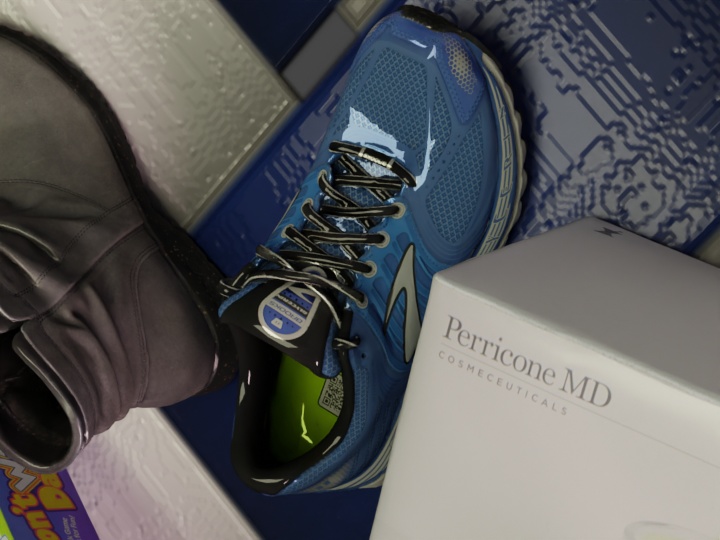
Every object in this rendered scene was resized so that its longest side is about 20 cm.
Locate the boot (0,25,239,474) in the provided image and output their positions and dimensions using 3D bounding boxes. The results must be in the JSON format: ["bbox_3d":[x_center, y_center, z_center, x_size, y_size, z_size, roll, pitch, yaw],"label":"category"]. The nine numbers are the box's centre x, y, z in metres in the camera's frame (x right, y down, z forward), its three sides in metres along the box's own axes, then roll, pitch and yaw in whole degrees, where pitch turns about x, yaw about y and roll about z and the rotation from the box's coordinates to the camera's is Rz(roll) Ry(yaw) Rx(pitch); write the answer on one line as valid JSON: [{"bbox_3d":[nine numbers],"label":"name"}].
[{"bbox_3d":[-0.140,-0.018,1.121,0.200,0.132,0.070,45,121,17],"label":"boot"}]

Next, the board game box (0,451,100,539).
[{"bbox_3d":[-0.164,0.133,1.178,0.135,0.045,0.200,-54,48,29],"label":"board game box"}]

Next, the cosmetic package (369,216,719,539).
[{"bbox_3d":[0.113,0.114,0.994,0.199,0.123,0.200,23,111,27],"label":"cosmetic package"}]

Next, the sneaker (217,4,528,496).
[{"bbox_3d":[0.000,0.000,1.060,0.078,0.089,0.200,24,112,25],"label":"sneaker"}]
